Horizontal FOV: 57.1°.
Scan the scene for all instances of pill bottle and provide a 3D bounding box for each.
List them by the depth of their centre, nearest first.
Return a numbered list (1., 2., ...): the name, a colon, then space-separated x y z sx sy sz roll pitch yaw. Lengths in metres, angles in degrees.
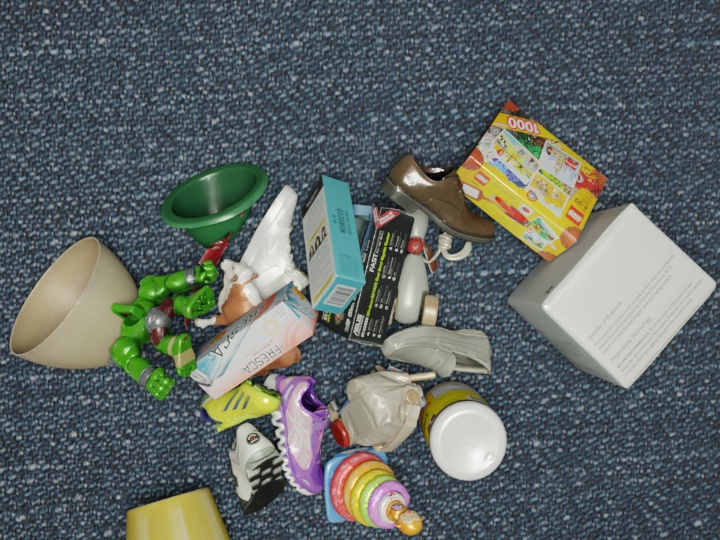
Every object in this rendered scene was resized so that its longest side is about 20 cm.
1. pill bottle: 0.146 0.232 0.997 0.108 0.200 0.111 0 91 -1

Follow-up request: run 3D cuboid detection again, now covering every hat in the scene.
1. hat: -0.217 -0.050 1.064 0.198 0.166 0.177 -17 127 0

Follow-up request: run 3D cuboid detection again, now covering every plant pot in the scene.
1. plant pot: -0.409 0.070 1.009 0.201 0.200 0.134 -48 126 1
2. plant pot: -0.277 0.445 1.012 0.198 0.201 0.191 -17 76 0

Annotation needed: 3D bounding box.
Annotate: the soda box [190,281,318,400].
1. soda box: -0.157 0.103 0.961 0.199 0.064 0.069 -35 108 20

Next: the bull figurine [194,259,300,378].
1. bull figurine: -0.177 0.080 1.027 0.121 0.065 0.201 -24 110 27

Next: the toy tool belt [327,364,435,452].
1. toy tool belt: 0.037 0.212 1.026 0.122 0.200 0.126 -20 71 -29

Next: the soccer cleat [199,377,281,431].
1. soccer cleat: -0.184 0.208 1.005 0.064 0.199 0.085 33 67 -31

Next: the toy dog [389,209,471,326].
1. toy dog: 0.082 0.006 1.060 0.131 0.096 0.202 27 76 1

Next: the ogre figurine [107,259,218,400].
1. ogre figurine: -0.285 0.074 0.947 0.119 0.098 0.203 8 84 21

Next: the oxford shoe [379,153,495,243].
1. oxford shoe: 0.132 -0.105 0.976 0.199 0.073 0.085 28 111 -23

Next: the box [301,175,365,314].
1. box: -0.044 -0.041 0.990 0.049 0.082 0.202 13 46 -26

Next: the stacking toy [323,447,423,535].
1. stacking toy: 0.031 0.347 0.994 0.115 0.199 0.111 -3 94 -26

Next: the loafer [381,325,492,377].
1. loafer: 0.123 0.128 1.022 0.198 0.070 0.070 4 57 -27

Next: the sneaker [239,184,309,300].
1. sneaker: -0.121 -0.026 1.057 0.115 0.074 0.201 27 101 -3

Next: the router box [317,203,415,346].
1. router box: 0.000 0.000 1.011 0.062 0.150 0.202 14 91 -26

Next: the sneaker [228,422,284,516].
1. sneaker: -0.167 0.308 1.036 0.074 0.201 0.089 -20 53 -31

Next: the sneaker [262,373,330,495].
1. sneaker: -0.086 0.254 1.048 0.088 0.080 0.202 -16 91 15

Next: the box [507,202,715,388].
1. box: 0.363 0.034 0.996 0.171 0.199 0.200 41 89 -1

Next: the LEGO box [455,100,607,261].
1. LEGO box: 0.258 -0.139 1.020 0.199 0.077 0.149 37 59 -2
